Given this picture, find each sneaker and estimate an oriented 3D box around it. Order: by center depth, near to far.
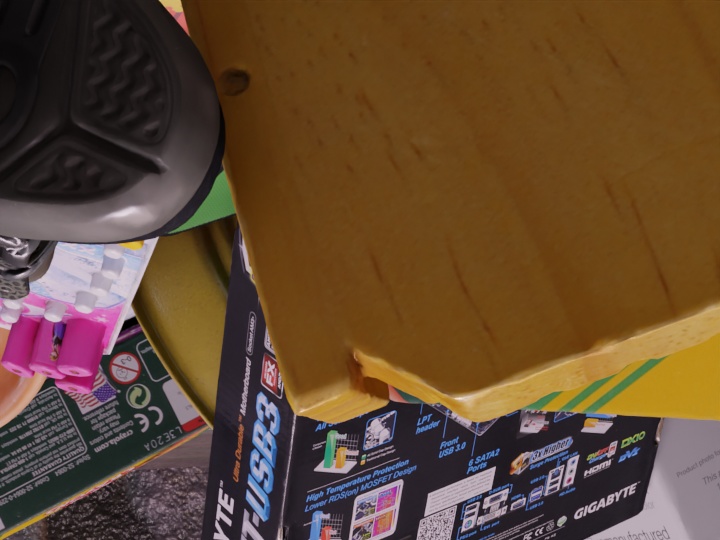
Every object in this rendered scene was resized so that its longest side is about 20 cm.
[{"bbox_3d":[-0.087,-0.037,0.650,0.199,0.077,0.114,11,165,44],"label":"sneaker"}]

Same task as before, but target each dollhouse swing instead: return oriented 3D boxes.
[{"bbox_3d":[0.079,-0.027,0.652,0.199,0.183,0.176,-20,149,5],"label":"dollhouse swing"}]

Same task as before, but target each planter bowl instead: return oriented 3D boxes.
[{"bbox_3d":[0.000,0.000,0.962,0.083,0.201,0.200,-37,155,26],"label":"planter bowl"}]

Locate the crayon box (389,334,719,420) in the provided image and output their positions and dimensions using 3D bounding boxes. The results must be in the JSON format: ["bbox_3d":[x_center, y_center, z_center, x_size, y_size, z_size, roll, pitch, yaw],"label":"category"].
[{"bbox_3d":[0.105,-0.009,0.708,0.127,0.051,0.199,-34,-160,-34],"label":"crayon box"}]

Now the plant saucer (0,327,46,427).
[{"bbox_3d":[-0.212,-0.003,0.939,0.199,0.038,0.201,5,138,5],"label":"plant saucer"}]

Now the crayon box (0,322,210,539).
[{"bbox_3d":[-0.148,0.081,1.122,0.199,0.059,0.173,-27,180,-15],"label":"crayon box"}]

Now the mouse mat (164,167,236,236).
[{"bbox_3d":[0.024,-0.062,0.819,0.160,0.008,0.200,-19,171,-26],"label":"mouse mat"}]

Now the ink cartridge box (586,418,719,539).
[{"bbox_3d":[0.103,0.040,1.046,0.087,0.201,0.145,-24,-178,-28],"label":"ink cartridge box"}]

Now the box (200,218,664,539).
[{"bbox_3d":[0.038,0.029,0.870,0.199,0.200,0.050,-19,-140,-36],"label":"box"}]

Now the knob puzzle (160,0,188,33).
[{"bbox_3d":[-0.077,-0.056,0.808,0.218,0.031,0.220,-5,168,-1],"label":"knob puzzle"}]

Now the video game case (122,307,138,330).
[{"bbox_3d":[-0.100,0.011,1.109,0.182,0.022,0.200,-23,180,28],"label":"video game case"}]

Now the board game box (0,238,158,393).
[{"bbox_3d":[-0.169,-0.022,0.814,0.199,0.026,0.200,17,157,-7],"label":"board game box"}]
